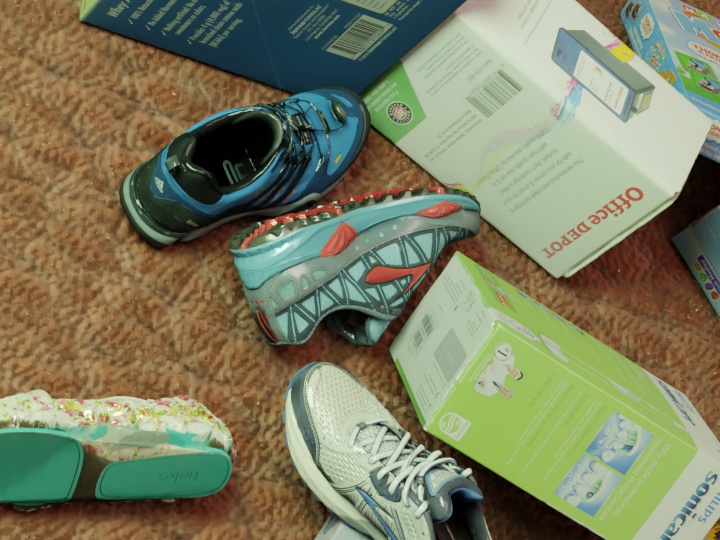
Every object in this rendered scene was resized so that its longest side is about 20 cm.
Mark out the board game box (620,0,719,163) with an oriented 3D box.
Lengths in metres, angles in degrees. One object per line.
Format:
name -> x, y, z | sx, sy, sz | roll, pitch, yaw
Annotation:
board game box -> 0.278, -0.129, 1.621 | 0.151, 0.037, 0.200 | 22, 27, -17

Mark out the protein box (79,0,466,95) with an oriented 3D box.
protein box -> -0.047, -0.230, 1.422 | 0.200, 0.198, 0.135 | 17, 60, -25

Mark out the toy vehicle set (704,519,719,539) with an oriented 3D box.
toy vehicle set -> 0.219, 0.252, 1.473 | 0.124, 0.027, 0.200 | 31, 55, -17

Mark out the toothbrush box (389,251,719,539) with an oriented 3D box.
toothbrush box -> 0.130, 0.091, 1.409 | 0.200, 0.086, 0.146 | 30, 12, -17

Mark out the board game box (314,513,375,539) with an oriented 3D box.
board game box -> 0.035, 0.251, 1.346 | 0.199, 0.043, 0.200 | 42, 53, -9

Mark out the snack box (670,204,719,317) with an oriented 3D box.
snack box -> 0.354, 0.001, 1.651 | 0.200, 0.068, 0.169 | -26, 82, -37

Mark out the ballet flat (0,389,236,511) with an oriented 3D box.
ballet flat -> -0.167, 0.101, 1.286 | 0.200, 0.076, 0.064 | 8, 33, -34

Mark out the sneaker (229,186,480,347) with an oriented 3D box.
sneaker -> 0.000, 0.000, 1.438 | 0.200, 0.079, 0.096 | -15, 99, -37

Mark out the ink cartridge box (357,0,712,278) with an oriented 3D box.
ink cartridge box -> 0.116, -0.106, 1.501 | 0.200, 0.145, 0.088 | 40, 52, -9

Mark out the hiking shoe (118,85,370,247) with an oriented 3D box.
hiking shoe -> -0.057, -0.074, 1.413 | 0.200, 0.087, 0.075 | -30, 86, -38

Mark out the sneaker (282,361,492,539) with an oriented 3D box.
sneaker -> 0.033, 0.132, 1.323 | 0.077, 0.085, 0.200 | -33, 84, -38
